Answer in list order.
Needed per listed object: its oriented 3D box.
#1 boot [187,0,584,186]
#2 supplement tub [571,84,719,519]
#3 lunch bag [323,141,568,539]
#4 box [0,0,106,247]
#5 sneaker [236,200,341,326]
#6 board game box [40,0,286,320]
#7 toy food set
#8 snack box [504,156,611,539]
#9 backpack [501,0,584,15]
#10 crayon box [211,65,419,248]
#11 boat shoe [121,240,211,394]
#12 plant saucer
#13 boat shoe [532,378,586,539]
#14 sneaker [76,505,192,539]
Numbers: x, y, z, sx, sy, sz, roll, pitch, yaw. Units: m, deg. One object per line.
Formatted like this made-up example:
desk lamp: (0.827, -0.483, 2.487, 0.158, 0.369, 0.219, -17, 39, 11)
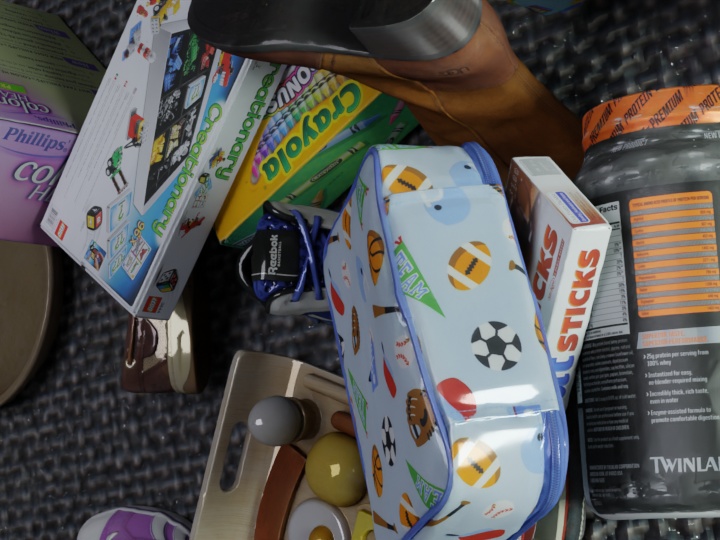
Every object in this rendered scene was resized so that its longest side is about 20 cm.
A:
boot: (0.023, -0.108, 0.775, 0.187, 0.200, 0.069, 1, 69, 35)
supplement tub: (0.164, 0.018, 0.686, 0.122, 0.122, 0.202, -9, 79, 39)
lunch bag: (0.034, 0.041, 0.696, 0.160, 0.075, 0.201, 113, 150, -61)
box: (-0.265, -0.115, 1.023, 0.200, 0.175, 0.097, 46, 113, 32)
sneaker: (-0.001, 0.000, 0.830, 0.198, 0.115, 0.081, -5, 83, 39)
board game box: (-0.130, -0.085, 0.912, 0.126, 0.034, 0.201, 38, 107, 38)
toy food set: (-0.016, 0.145, 0.859, 0.199, 0.060, 0.145, 19, 97, 37)
snack box: (0.081, 0.048, 0.708, 0.072, 0.024, 0.201, -122, 34, -53)
backpack: (0.143, -0.225, 0.704, 0.199, 0.182, 0.136, -14, 85, 26)
crayon box: (-0.031, -0.117, 0.896, 0.200, 0.058, 0.119, -40, 61, 29)
boat shoe: (-0.146, -0.014, 0.969, 0.071, 0.072, 0.202, -4, 88, 9)
plant saucer: (-0.306, 0.018, 1.138, 0.199, 0.029, 0.202, -5, 82, 39)
boat shoe: (0.107, 0.059, 0.765, 0.071, 0.062, 0.202, 4, 101, 58)
sneaker: (-0.151, 0.208, 0.935, 0.200, 0.114, 0.073, 13, 95, 41)
